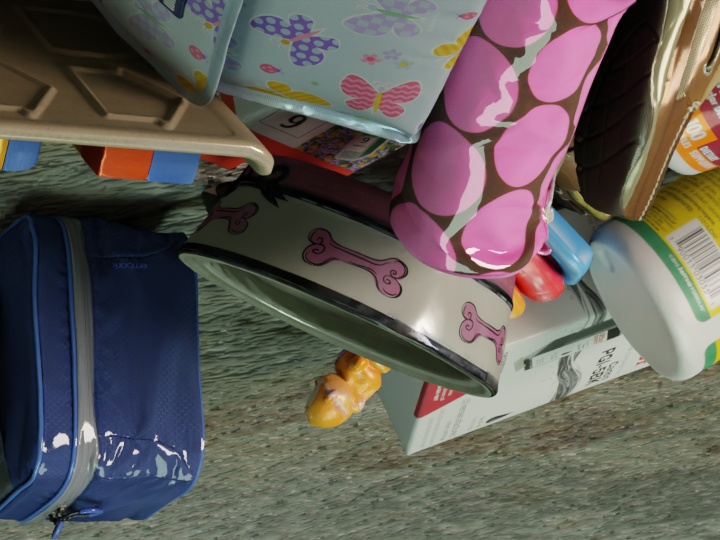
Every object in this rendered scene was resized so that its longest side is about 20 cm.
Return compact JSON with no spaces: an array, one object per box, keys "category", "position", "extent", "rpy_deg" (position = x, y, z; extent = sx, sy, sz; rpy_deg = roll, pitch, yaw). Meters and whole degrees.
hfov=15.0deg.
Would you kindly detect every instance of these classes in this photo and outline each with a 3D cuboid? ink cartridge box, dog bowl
[{"category":"ink cartridge box","position":[0.113,0.031,1.824],"extent":[0.200,0.083,0.147],"rpy_deg":[-19,159,-14]},{"category":"dog bowl","position":[0.000,0.000,1.569],"extent":[0.200,0.074,0.200],"rpy_deg":[24,173,3]},{"category":"ink cartridge box","position":[-0.034,-0.093,1.591],"extent":[0.200,0.050,0.109],"rpy_deg":[-27,151,31]}]

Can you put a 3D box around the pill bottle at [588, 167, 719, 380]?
[{"category":"pill bottle","position":[0.252,-0.026,1.722],"extent":[0.200,0.113,0.113],"rpy_deg":[-31,159,-12]}]

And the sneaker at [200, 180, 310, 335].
[{"category":"sneaker","position":[-0.037,-0.021,1.744],"extent":[0.080,0.074,0.200],"rpy_deg":[-26,159,13]}]

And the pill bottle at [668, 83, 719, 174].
[{"category":"pill bottle","position":[0.249,-0.137,1.528],"extent":[0.200,0.113,0.113],"rpy_deg":[-22,153,24]}]

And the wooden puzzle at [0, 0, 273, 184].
[{"category":"wooden puzzle","position":[-0.165,-0.094,1.398],"extent":[0.200,0.185,0.046],"rpy_deg":[8,113,-31]}]

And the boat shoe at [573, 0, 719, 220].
[{"category":"boat shoe","position":[0.172,-0.123,1.457],"extent":[0.074,0.076,0.200],"rpy_deg":[7,106,-25]}]

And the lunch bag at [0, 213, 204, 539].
[{"category":"lunch bag","position":[-0.184,0.070,1.714],"extent":[0.132,0.200,0.136],"rpy_deg":[6,157,-25]}]

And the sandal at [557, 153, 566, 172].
[{"category":"sandal","position":[0.096,-0.104,1.504],"extent":[0.080,0.054,0.200],"rpy_deg":[32,110,-2]}]

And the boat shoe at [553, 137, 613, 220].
[{"category":"boat shoe","position":[0.130,-0.086,1.621],"extent":[0.072,0.068,0.200],"rpy_deg":[-48,162,-4]}]

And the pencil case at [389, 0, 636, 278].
[{"category":"pencil case","position":[0.086,-0.095,1.419],"extent":[0.094,0.091,0.200],"rpy_deg":[13,123,-13]}]

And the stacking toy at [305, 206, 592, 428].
[{"category":"stacking toy","position":[0.038,0.023,1.695],"extent":[0.200,0.110,0.116],"rpy_deg":[-44,176,-1]}]

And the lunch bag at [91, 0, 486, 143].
[{"category":"lunch bag","position":[-0.040,-0.161,1.347],"extent":[0.200,0.127,0.170],"rpy_deg":[16,150,-7]}]
